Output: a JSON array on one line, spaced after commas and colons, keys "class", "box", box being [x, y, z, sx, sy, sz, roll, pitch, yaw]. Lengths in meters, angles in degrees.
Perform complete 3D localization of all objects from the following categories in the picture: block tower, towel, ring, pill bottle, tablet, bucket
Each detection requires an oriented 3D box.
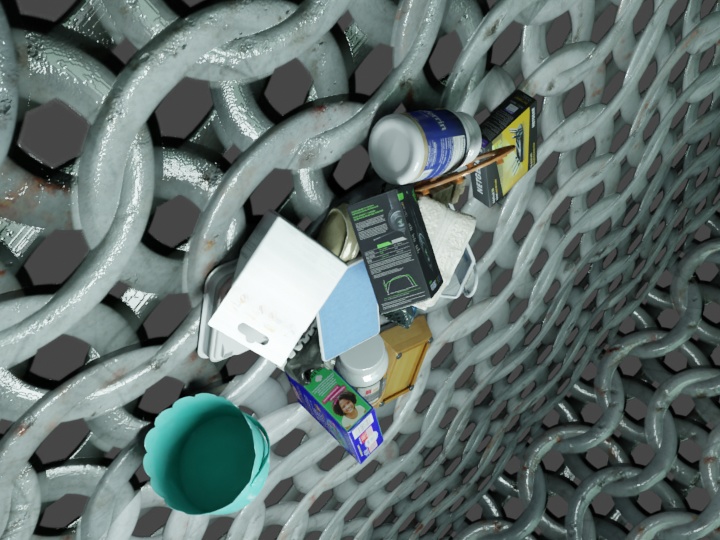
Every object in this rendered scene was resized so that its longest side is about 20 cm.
[{"class": "block tower", "box": [0.116, -0.137, 1.514, 0.199, 0.058, 0.054, -26, 141, -35]}, {"class": "towel", "box": [0.119, -0.030, 1.476, 0.131, 0.035, 0.202, 20, 103, -23]}, {"class": "ring", "box": [0.188, -0.179, 1.434, 0.199, 0.200, 0.019, -30, 102, -32]}, {"class": "pill bottle", "box": [0.000, 0.200, 1.639, 0.116, 0.116, 0.201, -38, 158, -20]}, {"class": "pill bottle", "box": [0.116, -0.217, 1.365, 0.199, 0.115, 0.117, -18, 137, -46]}, {"class": "tablet", "box": [-0.024, 0.068, 1.425, 0.129, 0.014, 0.202, -26, 135, -22]}, {"class": "bucket", "box": [-0.256, 0.323, 1.373, 0.207, 0.207, 0.135, -45, 160, -9]}]

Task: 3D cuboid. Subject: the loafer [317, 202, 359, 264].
[{"class": "loafer", "box": [-0.059, -0.022, 1.380, 0.068, 0.076, 0.202, -4, 123, -45]}]

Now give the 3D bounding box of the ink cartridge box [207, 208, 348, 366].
[{"class": "ink cartridge box", "box": [-0.136, 0.029, 1.278, 0.162, 0.057, 0.201, 35, 92, -33]}]

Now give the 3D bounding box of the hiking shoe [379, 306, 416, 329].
[{"class": "hiking shoe", "box": [0.087, 0.067, 1.666, 0.200, 0.074, 0.088, 73, 42, -83]}]

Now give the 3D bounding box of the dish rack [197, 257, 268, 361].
[{"class": "dish rack", "box": [-0.186, 0.063, 1.334, 0.171, 0.043, 0.202, -23, 141, -40]}]

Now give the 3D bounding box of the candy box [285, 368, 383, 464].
[{"class": "candy box", "box": [-0.053, 0.266, 1.582, 0.077, 0.200, 0.170, -41, 150, -18]}]

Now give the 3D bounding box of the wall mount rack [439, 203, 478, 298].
[{"class": "wall mount rack", "box": [0.193, -0.047, 1.640, 0.074, 0.201, 0.175, 7, 126, -17]}]

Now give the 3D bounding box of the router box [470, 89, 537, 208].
[{"class": "router box", "box": [0.295, -0.247, 1.642, 0.157, 0.052, 0.201, -43, 149, -13]}]

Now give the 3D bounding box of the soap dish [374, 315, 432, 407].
[{"class": "soap dish", "box": [0.077, 0.211, 1.819, 0.156, 0.081, 0.202, -18, 136, -43]}]

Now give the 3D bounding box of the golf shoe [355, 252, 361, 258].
[{"class": "golf shoe", "box": [0.000, 0.000, 1.502, 0.199, 0.072, 0.093, -24, 126, -50]}]

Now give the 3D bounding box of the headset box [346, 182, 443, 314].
[{"class": "headset box", "box": [0.061, -0.049, 1.353, 0.092, 0.202, 0.174, -17, -176, 15]}]

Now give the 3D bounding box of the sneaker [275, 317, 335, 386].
[{"class": "sneaker", "box": [-0.066, 0.141, 1.509, 0.200, 0.091, 0.066, -45, 160, 6]}]
